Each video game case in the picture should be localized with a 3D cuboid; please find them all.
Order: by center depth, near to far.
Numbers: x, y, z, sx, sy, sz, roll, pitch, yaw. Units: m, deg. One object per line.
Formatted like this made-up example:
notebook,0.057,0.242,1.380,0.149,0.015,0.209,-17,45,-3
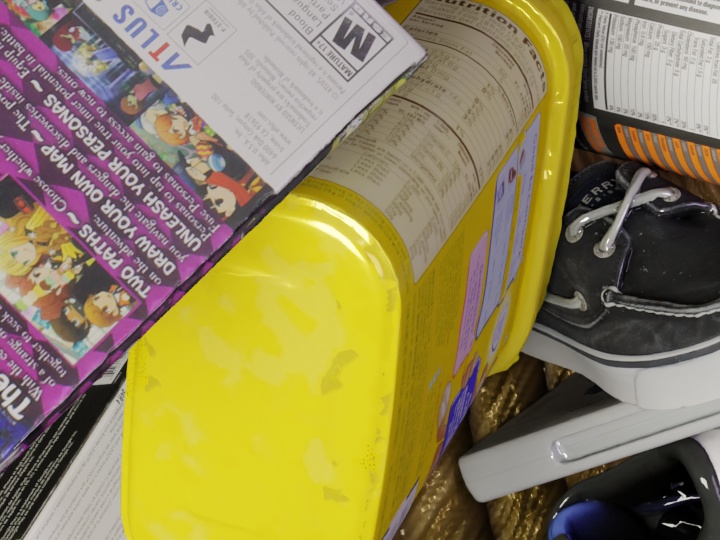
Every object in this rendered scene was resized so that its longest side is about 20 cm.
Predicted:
video game case,-0.108,-0.068,0.664,0.200,0.036,0.181,44,55,0
video game case,0.156,0.017,0.996,0.200,0.182,0.024,-31,95,-46

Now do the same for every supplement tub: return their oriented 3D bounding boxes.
supplement tub,0.121,-0.094,0.934,0.123,0.200,0.123,-42,140,-49

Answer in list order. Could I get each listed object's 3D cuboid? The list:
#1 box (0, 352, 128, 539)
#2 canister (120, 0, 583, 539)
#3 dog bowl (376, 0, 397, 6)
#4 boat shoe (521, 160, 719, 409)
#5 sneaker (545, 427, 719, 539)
box,-0.088,0.123,0.816,0.110,0.035,0.200,55,50,-31
canister,0.000,0.000,0.817,0.200,0.086,0.149,-53,154,-60
dog bowl,-0.031,-0.176,0.801,0.200,0.059,0.201,-4,102,-18
boat shoe,0.094,-0.004,0.924,0.072,0.200,0.068,-34,108,-14
sneaker,0.120,0.114,0.994,0.115,0.081,0.200,-12,141,-20
